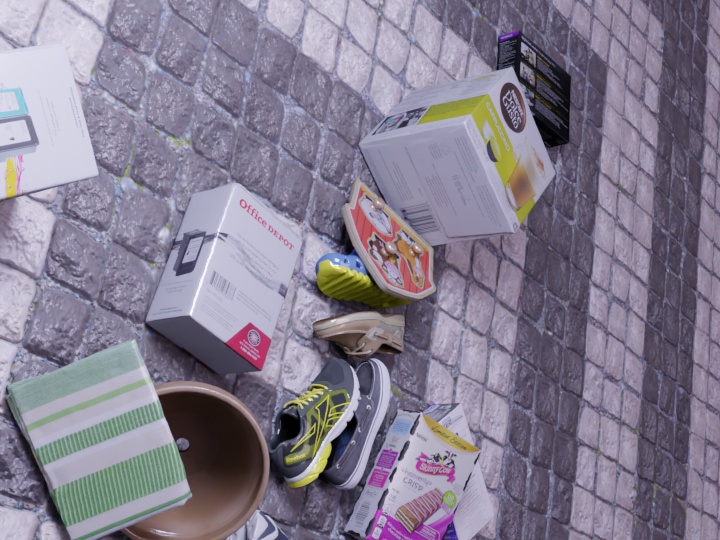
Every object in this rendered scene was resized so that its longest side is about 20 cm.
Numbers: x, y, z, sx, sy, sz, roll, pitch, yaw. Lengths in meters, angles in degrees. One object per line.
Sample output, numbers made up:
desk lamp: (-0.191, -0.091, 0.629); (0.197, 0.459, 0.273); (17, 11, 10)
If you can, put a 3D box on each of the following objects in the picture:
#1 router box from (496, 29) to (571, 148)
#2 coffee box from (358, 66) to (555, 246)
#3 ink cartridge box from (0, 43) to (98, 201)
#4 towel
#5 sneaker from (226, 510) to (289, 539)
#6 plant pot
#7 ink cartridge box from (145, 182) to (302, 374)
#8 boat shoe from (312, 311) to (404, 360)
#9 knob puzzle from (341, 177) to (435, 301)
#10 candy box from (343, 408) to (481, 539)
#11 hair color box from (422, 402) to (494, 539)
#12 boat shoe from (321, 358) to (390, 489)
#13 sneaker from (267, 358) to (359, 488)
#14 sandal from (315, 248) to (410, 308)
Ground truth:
router box: (0.328, -0.340, 2.294); (0.200, 0.051, 0.149); (29, 59, -46)
coffee box: (0.158, -0.177, 1.922); (0.198, 0.200, 0.200); (-50, 122, -45)
ink cartridge box: (-0.404, -0.136, 1.238); (0.200, 0.147, 0.146); (-23, 102, -51)
towel: (-0.287, 0.194, 1.352); (0.152, 0.023, 0.200); (-21, 103, -6)
sneaker: (-0.124, 0.418, 1.540); (0.130, 0.079, 0.199); (37, 45, -32)
plant pot: (-0.210, 0.219, 1.428); (0.093, 0.201, 0.201); (-129, -162, -75)
ink cartridge box: (-0.171, 0.011, 1.559); (0.145, 0.083, 0.200); (42, 51, -39)
boat shoe: (0.004, 0.097, 1.778); (0.200, 0.072, 0.065); (6, 76, -57)
knob puzzle: (0.050, -0.035, 1.805); (0.220, 0.030, 0.220); (39, 30, -28)
candy box: (0.079, 0.322, 1.779); (0.136, 0.061, 0.200); (34, 71, -30)
hair color box: (0.135, 0.320, 1.907); (0.109, 0.065, 0.200); (-29, 108, -50)
boat shoe: (-0.015, 0.210, 1.739); (0.066, 0.070, 0.200); (40, 61, -42)
sneaker: (-0.065, 0.196, 1.665); (0.085, 0.074, 0.200); (49, 48, -34)
sandal: (0.000, 0.000, 1.795); (0.200, 0.079, 0.087); (20, 59, -56)
